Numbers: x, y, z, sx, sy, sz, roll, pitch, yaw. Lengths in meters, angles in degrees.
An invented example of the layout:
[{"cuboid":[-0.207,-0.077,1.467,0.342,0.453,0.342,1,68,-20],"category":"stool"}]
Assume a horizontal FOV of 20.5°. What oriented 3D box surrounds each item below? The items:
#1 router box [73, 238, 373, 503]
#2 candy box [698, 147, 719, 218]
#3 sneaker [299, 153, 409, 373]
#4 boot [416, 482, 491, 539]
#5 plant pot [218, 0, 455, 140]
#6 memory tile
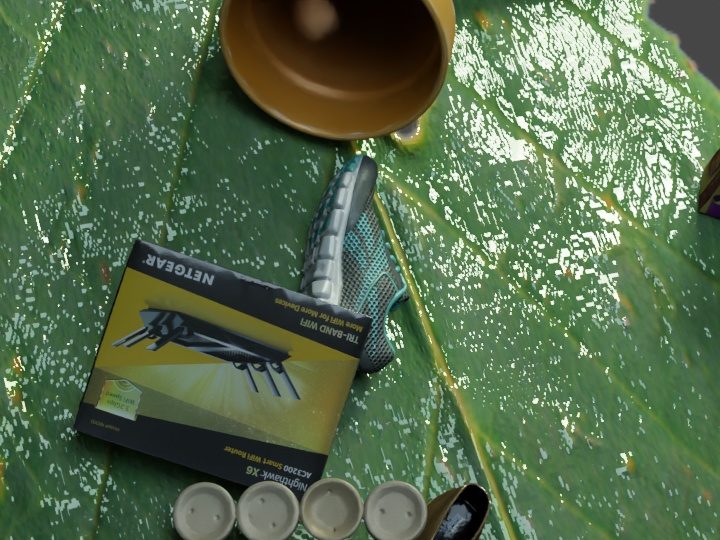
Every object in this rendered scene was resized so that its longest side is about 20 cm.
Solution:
[{"cuboid":[-0.108,0.080,1.571,0.199,0.052,0.158,18,89,-6],"category":"router box"},{"cuboid":[0.420,-0.071,1.801,0.199,0.117,0.057,17,60,-7],"category":"candy box"},{"cuboid":[0.000,0.000,1.678,0.091,0.078,0.201,17,68,-16],"category":"sneaker"},{"cuboid":[0.036,0.243,1.553,0.073,0.076,0.200,36,61,2],"category":"boot"},{"cuboid":[-0.007,-0.248,1.743,0.199,0.201,0.184,20,43,-4],"category":"plant pot"},{"cuboid":[-0.048,0.235,1.523,0.199,0.017,0.154,-1,75,3],"category":"memory tile"}]
